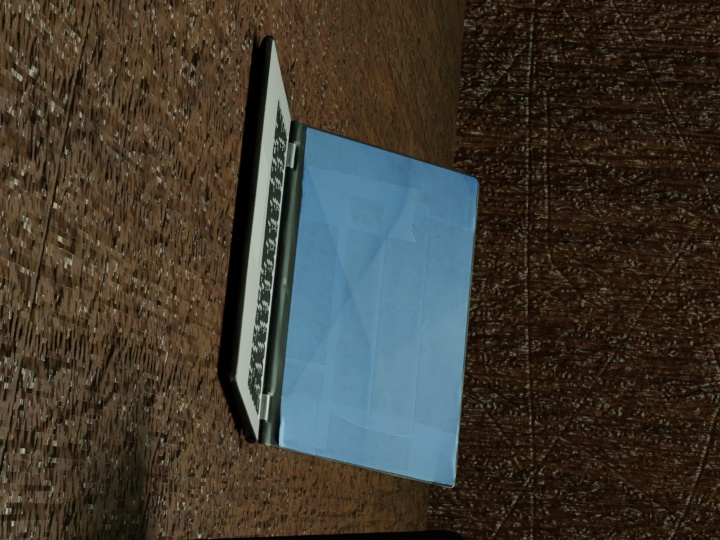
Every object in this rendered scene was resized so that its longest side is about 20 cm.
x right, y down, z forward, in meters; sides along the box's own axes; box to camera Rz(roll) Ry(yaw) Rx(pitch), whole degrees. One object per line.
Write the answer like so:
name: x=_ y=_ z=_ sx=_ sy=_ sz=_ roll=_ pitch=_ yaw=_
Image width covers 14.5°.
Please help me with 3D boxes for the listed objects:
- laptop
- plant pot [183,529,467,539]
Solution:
laptop: x=0.000 y=0.000 z=1.523 sx=0.200 sy=0.115 sz=0.188 roll=81 pitch=13 yaw=-72
plant pot: x=-0.014 y=0.214 z=1.170 sx=0.178 sy=0.198 sz=0.201 roll=-100 pitch=-170 yaw=-57
